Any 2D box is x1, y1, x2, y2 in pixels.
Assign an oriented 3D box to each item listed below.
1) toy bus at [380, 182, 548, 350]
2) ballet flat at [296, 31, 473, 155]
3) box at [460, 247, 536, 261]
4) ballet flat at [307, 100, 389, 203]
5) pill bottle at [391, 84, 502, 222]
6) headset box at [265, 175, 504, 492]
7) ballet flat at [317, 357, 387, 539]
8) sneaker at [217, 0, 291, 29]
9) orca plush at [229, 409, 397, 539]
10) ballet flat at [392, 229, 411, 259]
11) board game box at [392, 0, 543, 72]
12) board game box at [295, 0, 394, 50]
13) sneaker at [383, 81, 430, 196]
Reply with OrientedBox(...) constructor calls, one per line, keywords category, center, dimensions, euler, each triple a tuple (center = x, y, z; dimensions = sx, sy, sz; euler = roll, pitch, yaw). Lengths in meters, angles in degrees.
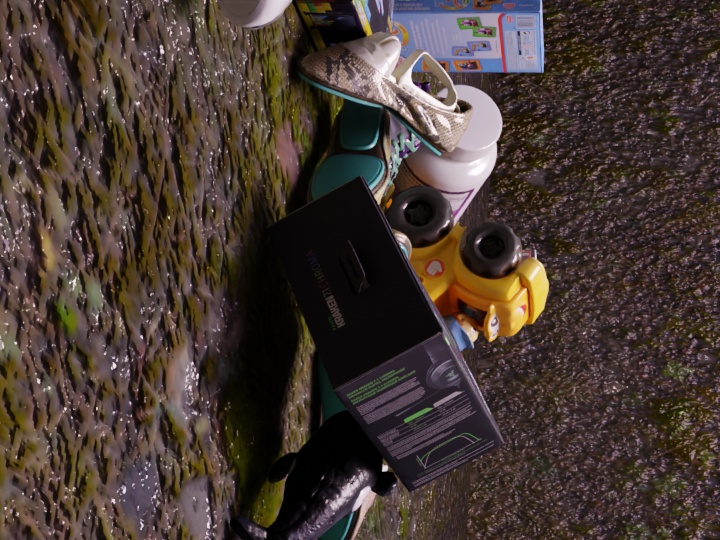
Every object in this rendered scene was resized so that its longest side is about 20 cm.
OrientedBox(category="toy bus", center=(0.069, 0.033, 1.237), dimensions=(0.192, 0.199, 0.136), euler=(-54, 157, -21))
OrientedBox(category="ballet flat", center=(0.030, -0.171, 1.074), dimensions=(0.199, 0.068, 0.075), euler=(23, 108, -41))
OrientedBox(category="box", center=(0.113, 0.009, 1.430), dimensions=(0.137, 0.198, 0.040), euler=(57, 36, -71))
OrientedBox(category="ballet flat", center=(-0.004, -0.088, 1.101), dimensions=(0.201, 0.070, 0.071), euler=(-78, 166, -52))
OrientedBox(category="pill bottle", center=(0.090, -0.123, 1.361), dimensions=(0.200, 0.112, 0.113), euler=(120, -20, -60))
OrientedBox(category="headset box", center=(0.018, 0.049, 0.951), dimensions=(0.200, 0.092, 0.175), euler=(58, 5, -50))
OrientedBox(category="ballet flat", center=(-0.004, 0.170, 1.153), dimensions=(0.067, 0.068, 0.202), euler=(5, 87, -46))
OrientedBox(category="sneaker", center=(-0.084, -0.245, 0.712), dimensions=(0.087, 0.074, 0.201), euler=(-35, 121, -62))
OrientedBox(category="orca plush", center=(-0.036, 0.149, 0.941), dimensions=(0.200, 0.105, 0.072), euler=(-27, 123, -51))
OrientedBox(category="ballet flat", center=(0.000, 0.000, 1.109), dimensions=(0.200, 0.070, 0.071), euler=(108, -8, -58))
OrientedBox(category="board game box", center=(0.100, -0.263, 1.310), dimensions=(0.151, 0.198, 0.037), euler=(58, 34, -72))
OrientedBox(category="board game box", center=(-0.007, -0.278, 1.117), dimensions=(0.200, 0.056, 0.167), euler=(57, 37, -72))
OrientedBox(category="sneaker", center=(0.024, -0.124, 1.230), dimensions=(0.075, 0.087, 0.201), euler=(74, 20, -59))
